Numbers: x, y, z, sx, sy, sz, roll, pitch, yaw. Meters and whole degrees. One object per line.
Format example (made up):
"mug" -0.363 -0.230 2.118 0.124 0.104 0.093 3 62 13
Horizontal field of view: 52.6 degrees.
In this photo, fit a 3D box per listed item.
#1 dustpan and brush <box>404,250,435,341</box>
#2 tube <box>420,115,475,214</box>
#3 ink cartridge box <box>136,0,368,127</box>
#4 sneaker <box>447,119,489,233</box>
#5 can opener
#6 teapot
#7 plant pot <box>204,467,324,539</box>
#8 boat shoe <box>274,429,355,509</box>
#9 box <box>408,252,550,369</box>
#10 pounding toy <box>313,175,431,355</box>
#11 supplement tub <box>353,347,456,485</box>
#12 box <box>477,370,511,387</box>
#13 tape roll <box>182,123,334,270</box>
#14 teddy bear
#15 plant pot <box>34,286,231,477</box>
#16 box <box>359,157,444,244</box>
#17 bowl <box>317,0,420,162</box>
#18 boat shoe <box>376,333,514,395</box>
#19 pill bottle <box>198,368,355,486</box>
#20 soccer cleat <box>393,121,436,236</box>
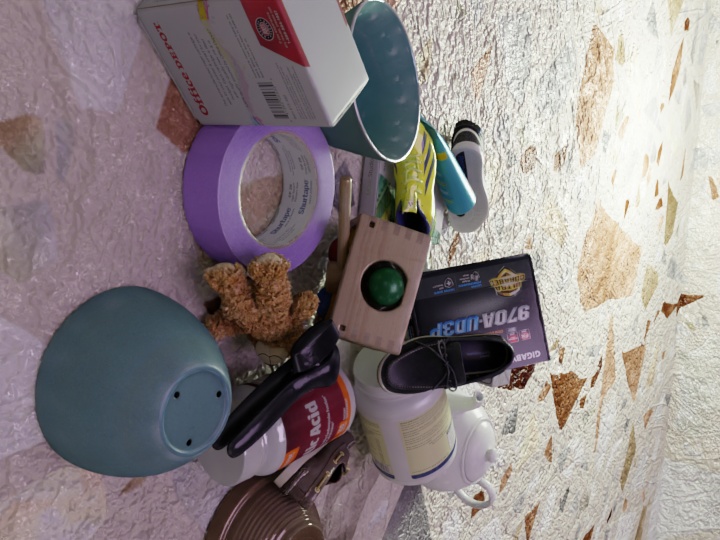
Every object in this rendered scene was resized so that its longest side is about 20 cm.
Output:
"dustpan and brush" 0.100 0.021 1.124 0.137 0.057 0.204 13 72 -17
"tube" 0.130 -0.168 1.138 0.050 0.077 0.201 -40 137 -5
"ink cartridge box" -0.111 -0.232 0.748 0.083 0.197 0.147 -55 138 -30
"sneaker" 0.191 -0.170 1.268 0.202 0.071 0.113 84 13 -48
"can opener" -0.095 0.138 0.845 0.200 0.063 0.080 -42 120 -30
"teapot" 0.182 0.319 1.320 0.199 0.144 0.201 31 75 -52
"plant pot" -0.114 0.379 0.991 0.199 0.091 0.205 -16 110 -49
"boat shoe" -0.051 0.276 1.030 0.072 0.060 0.199 -48 167 17
"box" 0.165 0.070 1.054 0.196 0.046 0.162 -9 87 -13
"pounding toy" 0.000 0.000 0.965 0.140 0.200 0.188 17 84 -10
"supplement tub" 0.069 0.218 1.145 0.145 0.143 0.203 -43 130 -38
"box" 0.149 0.106 1.178 0.060 0.198 0.119 0 101 -51
"tape roll" -0.118 -0.099 0.883 0.198 0.065 0.204 -17 111 -49
"teddy bear" -0.116 0.052 0.862 0.142 0.068 0.202 -5 142 -15
"plant pot" -0.212 0.128 0.761 0.199 0.133 0.204 -17 112 -50
"box" 0.071 -0.114 1.151 0.198 0.036 0.148 -4 102 -51
"bowl" -0.009 -0.236 0.939 0.200 0.103 0.205 9 80 -61
"boat shoe" 0.117 0.124 0.983 0.196 0.062 0.076 -8 89 -12
"pill bottle" -0.107 0.190 0.931 0.198 0.113 0.117 -16 112 -50
"soccer cleat" 0.077 -0.126 1.068 0.084 0.063 0.204 -57 144 -55
